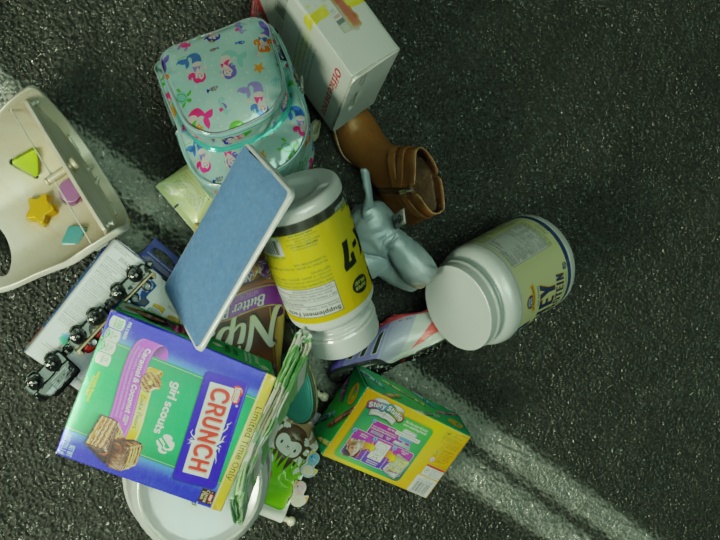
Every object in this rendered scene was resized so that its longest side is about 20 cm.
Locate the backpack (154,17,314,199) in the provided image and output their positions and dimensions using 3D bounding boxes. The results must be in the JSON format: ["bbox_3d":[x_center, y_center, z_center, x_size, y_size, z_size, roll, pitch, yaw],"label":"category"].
[{"bbox_3d":[-0.147,-0.190,0.900,0.173,0.151,0.205,-20,80,-4],"label":"backpack"}]

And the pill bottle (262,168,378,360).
[{"bbox_3d":[-0.048,-0.004,0.866,0.113,0.114,0.204,-30,121,-19],"label":"pill bottle"}]

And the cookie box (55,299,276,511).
[{"bbox_3d":[-0.216,0.153,0.840,0.196,0.075,0.175,23,94,-13],"label":"cookie box"}]

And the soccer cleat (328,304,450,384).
[{"bbox_3d":[0.038,0.106,1.075,0.195,0.069,0.075,-19,70,-14],"label":"soccer cleat"}]

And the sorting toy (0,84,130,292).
[{"bbox_3d":[-0.389,-0.073,0.871,0.178,0.107,0.202,-34,85,-3],"label":"sorting toy"}]

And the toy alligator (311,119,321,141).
[{"bbox_3d":[-0.108,-0.115,1.010,0.053,0.059,0.205,15,84,19],"label":"toy alligator"}]

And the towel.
[{"bbox_3d":[-0.103,0.186,0.859,0.023,0.153,0.204,20,63,2],"label":"towel"}]

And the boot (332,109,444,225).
[{"bbox_3d":[0.042,-0.158,1.013,0.073,0.154,0.203,-35,104,-17],"label":"boot"}]

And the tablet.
[{"bbox_3d":[-0.147,-0.028,0.807,0.013,0.130,0.203,21,107,-42],"label":"tablet"}]

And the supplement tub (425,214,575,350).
[{"bbox_3d":[0.202,0.017,1.067,0.197,0.143,0.149,-26,101,-36],"label":"supplement tub"}]

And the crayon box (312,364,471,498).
[{"bbox_3d":[0.046,0.231,1.045,0.197,0.058,0.120,29,103,-26],"label":"crayon box"}]

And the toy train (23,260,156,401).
[{"bbox_3d":[-0.306,0.070,0.858,0.046,0.034,0.201,46,75,-22],"label":"toy train"}]

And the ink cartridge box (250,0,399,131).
[{"bbox_3d":[-0.051,-0.306,0.947,0.083,0.145,0.202,-33,84,-19],"label":"ink cartridge box"}]

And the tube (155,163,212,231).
[{"bbox_3d":[-0.175,-0.150,0.984,0.200,0.058,0.052,-45,142,-12],"label":"tube"}]

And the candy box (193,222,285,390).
[{"bbox_3d":[-0.153,0.049,0.914,0.114,0.056,0.206,2,99,-24],"label":"candy box"}]

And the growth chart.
[{"bbox_3d":[-0.116,0.246,1.032,0.142,0.018,0.205,19,86,-21],"label":"growth chart"}]

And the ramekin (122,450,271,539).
[{"bbox_3d":[-0.205,0.263,0.943,0.196,0.094,0.209,-1,92,-15],"label":"ramekin"}]

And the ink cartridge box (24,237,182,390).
[{"bbox_3d":[-0.297,0.055,0.920,0.136,0.076,0.202,40,78,-20],"label":"ink cartridge box"}]

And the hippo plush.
[{"bbox_3d":[0.000,0.000,0.992,0.161,0.200,0.160,-43,84,-7],"label":"hippo plush"}]

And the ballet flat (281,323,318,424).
[{"bbox_3d":[-0.110,0.108,0.999,0.070,0.071,0.203,-31,94,-18],"label":"ballet flat"}]
